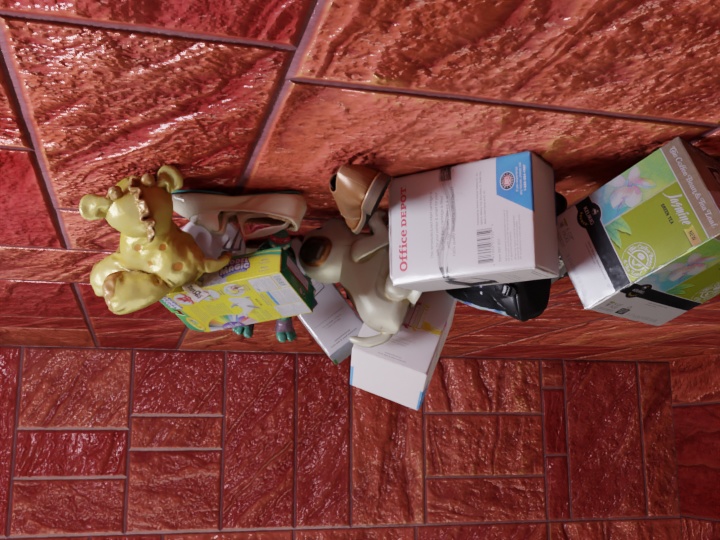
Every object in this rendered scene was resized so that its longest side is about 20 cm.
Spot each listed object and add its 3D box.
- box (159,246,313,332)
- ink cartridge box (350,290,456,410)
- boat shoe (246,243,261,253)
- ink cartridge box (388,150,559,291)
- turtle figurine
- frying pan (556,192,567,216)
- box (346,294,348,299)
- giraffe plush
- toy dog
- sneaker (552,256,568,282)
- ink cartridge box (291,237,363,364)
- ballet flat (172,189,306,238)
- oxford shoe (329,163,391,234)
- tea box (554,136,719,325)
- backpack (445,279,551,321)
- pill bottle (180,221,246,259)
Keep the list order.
[{"bbox_3d":[-0.178,0.032,1.168,0.200,0.048,0.117,-12,144,15],"label":"box"},{"bbox_3d":[0.077,0.099,1.372,0.125,0.200,0.129,18,146,10],"label":"ink cartridge box"},{"bbox_3d":[-0.184,0.003,1.521,0.072,0.076,0.200,1,168,-7],"label":"boat shoe"},{"bbox_3d":[0.142,-0.056,1.060,0.200,0.145,0.084,-8,167,33],"label":"ink cartridge box"},{"bbox_3d":[-0.133,0.010,1.251,0.149,0.200,0.101,16,-149,9],"label":"turtle figurine"},{"bbox_3d":[0.187,-0.067,1.129,0.190,0.115,0.031,-16,121,26],"label":"frying pan"},{"bbox_3d":[0.049,0.020,1.554,0.143,0.036,0.200,-1,-172,2],"label":"box"},{"bbox_3d":[-0.282,-0.051,1.080,0.200,0.162,0.173,10,-140,42],"label":"giraffe plush"},{"bbox_3d":[0.000,0.000,1.281,0.200,0.194,0.140,32,-175,5],"label":"toy dog"},{"bbox_3d":[0.339,-0.035,1.410,0.115,0.075,0.200,-25,160,-21],"label":"sneaker"},{"bbox_3d":[-0.076,0.055,1.450,0.084,0.200,0.146,-37,168,-5],"label":"ink cartridge box"},{"bbox_3d":[-0.175,-0.077,1.154,0.200,0.070,0.069,0,169,3],"label":"ballet flat"},{"bbox_3d":[-0.007,-0.101,1.089,0.071,0.071,0.200,28,168,2],"label":"oxford shoe"},{"bbox_3d":[0.384,-0.040,1.040,0.200,0.134,0.197,11,141,-44],"label":"tea box"},{"bbox_3d":[0.200,-0.012,1.275,0.154,0.164,0.200,-11,-175,-41],"label":"backpack"},{"bbox_3d":[-0.271,-0.015,1.345,0.111,0.111,0.200,6,167,-30],"label":"pill bottle"}]
